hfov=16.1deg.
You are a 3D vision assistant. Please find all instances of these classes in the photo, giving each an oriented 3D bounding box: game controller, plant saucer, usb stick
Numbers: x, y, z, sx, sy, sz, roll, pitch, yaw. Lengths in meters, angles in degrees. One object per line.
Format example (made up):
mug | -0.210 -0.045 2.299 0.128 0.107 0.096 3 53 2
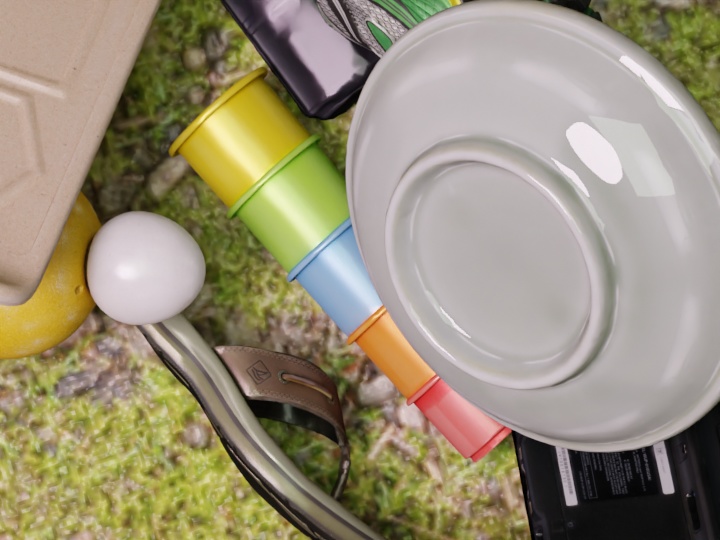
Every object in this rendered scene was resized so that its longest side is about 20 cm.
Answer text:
game controller | 0.121 0.087 1.110 0.103 0.042 0.201 -9 64 1
plant saucer | 0.065 -0.009 1.037 0.199 0.050 0.201 20 125 30
usb stick | -0.057 -0.159 1.171 0.055 0.033 0.200 -38 86 12

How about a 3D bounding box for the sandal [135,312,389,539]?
sandal | -0.045 0.055 1.152 0.057 0.080 0.201 -38 86 -8

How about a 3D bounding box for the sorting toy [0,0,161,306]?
sorting toy | -0.193 -0.090 1.084 0.184 0.037 0.201 19 61 3

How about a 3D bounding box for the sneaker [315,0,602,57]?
sneaker | 0.035 -0.115 1.100 0.200 0.085 0.078 50 57 -17

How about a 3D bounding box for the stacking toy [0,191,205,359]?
stacking toy | -0.162 -0.008 1.117 0.198 0.146 0.147 2 91 14

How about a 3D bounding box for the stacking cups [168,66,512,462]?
stacking cups | 0.000 0.000 1.160 0.060 0.061 0.200 -42 91 5
